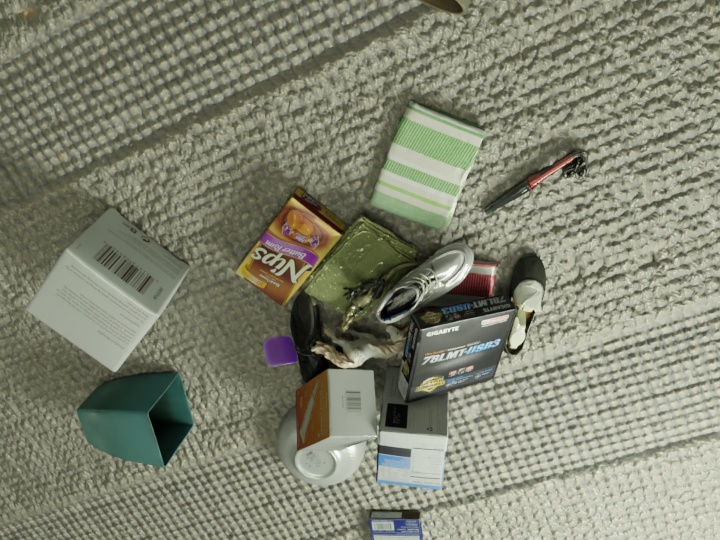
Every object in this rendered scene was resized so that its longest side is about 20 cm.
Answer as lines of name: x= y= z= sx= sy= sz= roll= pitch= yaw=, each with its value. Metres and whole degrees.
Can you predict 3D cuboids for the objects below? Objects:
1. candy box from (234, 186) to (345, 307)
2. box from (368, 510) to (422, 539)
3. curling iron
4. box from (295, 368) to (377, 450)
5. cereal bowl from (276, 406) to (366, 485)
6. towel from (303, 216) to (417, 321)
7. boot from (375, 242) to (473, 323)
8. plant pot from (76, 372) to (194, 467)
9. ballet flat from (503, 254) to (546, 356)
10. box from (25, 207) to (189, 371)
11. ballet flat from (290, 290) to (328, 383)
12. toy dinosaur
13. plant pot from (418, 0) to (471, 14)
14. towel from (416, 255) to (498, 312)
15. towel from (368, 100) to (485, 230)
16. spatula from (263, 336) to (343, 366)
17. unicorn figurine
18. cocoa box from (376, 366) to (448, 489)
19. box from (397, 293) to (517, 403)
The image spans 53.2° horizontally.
candy box: x=-0.132 y=-0.041 z=1.346 sx=0.116 sy=0.057 sz=0.200 roll=36 pitch=117 yaw=-11
box: x=0.088 y=0.644 z=1.672 sx=0.119 sy=0.033 sz=0.203 roll=-2 pitch=115 yaw=10
curling iron: x=0.303 y=-0.146 z=1.246 sx=0.198 sy=0.026 sz=0.050 roll=-27 pitch=107 yaw=20
box: x=-0.051 y=0.273 z=1.391 sx=0.096 sy=0.126 sz=0.200 roll=5 pitch=158 yaw=-21
cereal bowl: x=-0.088 y=0.384 z=1.539 sx=0.196 sy=0.084 sz=0.203 roll=4 pitch=118 yaw=7
towel: x=0.000 y=0.000 z=1.348 sx=0.147 sy=0.037 sz=0.200 roll=32 pitch=117 yaw=-20
boot: x=0.113 y=0.028 z=1.263 sx=0.199 sy=0.096 sz=0.074 roll=-41 pitch=87 yaw=16
plant pot: x=-0.486 y=0.312 z=1.533 sx=0.197 sy=0.142 sz=0.143 roll=-1 pitch=117 yaw=17
ballet flat: x=0.304 y=0.073 z=1.333 sx=0.067 sy=0.069 sz=0.203 roll=7 pitch=118 yaw=-2
box: x=-0.466 y=0.033 z=1.350 sx=0.198 sy=0.201 sz=0.172 roll=38 pitch=114 yaw=-12
ballet flat: x=-0.100 y=0.132 z=1.441 sx=0.066 sy=0.057 sz=0.203 roll=11 pitch=116 yaw=34
toy dinosaur: x=0.021 y=0.036 z=1.314 sx=0.199 sy=0.088 sz=0.048 roll=-39 pitch=71 yaw=16
plant pot: x=0.101 y=-0.493 z=1.023 sx=0.198 sy=0.200 sz=0.176 roll=25 pitch=102 yaw=-5
towel: x=0.175 y=0.072 z=1.363 sx=0.141 sy=0.023 sz=0.203 roll=4 pitch=117 yaw=-8
towel: x=0.116 y=-0.180 z=1.260 sx=0.150 sy=0.023 sz=0.202 roll=20 pitch=119 yaw=-2
spatula: x=-0.102 y=0.155 z=1.380 sx=0.198 sy=0.057 sz=0.020 roll=8 pitch=145 yaw=-46
unicorn figurine: x=0.003 y=0.142 z=1.387 sx=0.136 sy=0.200 sz=0.075 roll=21 pitch=128 yaw=28
cocoa box: x=0.103 y=0.304 z=1.404 sx=0.131 sy=0.201 sz=0.133 roll=4 pitch=118 yaw=5
box: x=0.174 y=0.145 z=1.327 sx=0.197 sy=0.050 sz=0.201 roll=-10 pitch=135 yaw=-20
